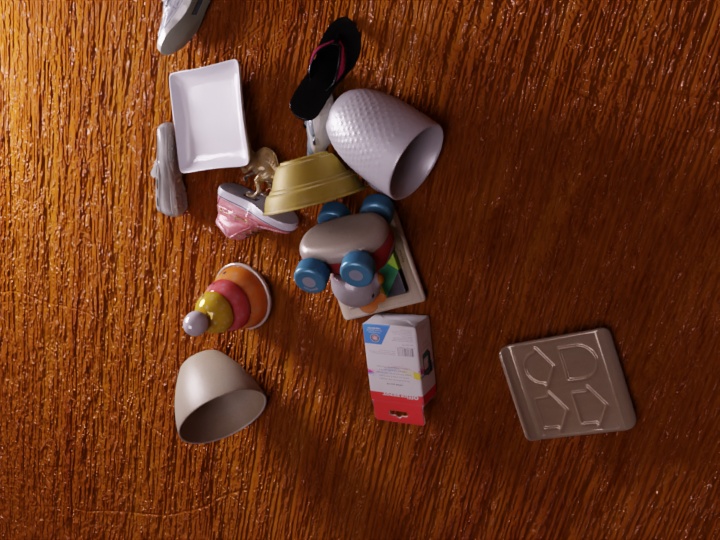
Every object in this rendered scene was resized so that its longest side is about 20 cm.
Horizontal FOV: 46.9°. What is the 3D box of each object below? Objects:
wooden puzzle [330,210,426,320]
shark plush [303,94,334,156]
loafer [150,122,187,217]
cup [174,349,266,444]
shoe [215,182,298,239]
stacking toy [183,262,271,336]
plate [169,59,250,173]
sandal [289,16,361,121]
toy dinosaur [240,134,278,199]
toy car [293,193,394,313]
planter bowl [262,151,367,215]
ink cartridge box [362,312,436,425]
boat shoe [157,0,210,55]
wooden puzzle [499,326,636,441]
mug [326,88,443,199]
[{"bbox_3d":[0.013,-0.006,1.586,0.198,0.037,0.187,-15,100,33],"label":"wooden puzzle"},{"bbox_3d":[-0.076,-0.268,1.550,0.083,0.090,0.202,40,142,40],"label":"shark plush"},{"bbox_3d":[-0.409,-0.210,1.737,0.069,0.070,0.202,8,112,18],"label":"loafer"},{"bbox_3d":[-0.322,0.260,1.800,0.201,0.199,0.144,-52,54,32],"label":"cup"},{"bbox_3d":[-0.210,-0.098,1.666,0.199,0.071,0.092,27,120,25],"label":"shoe"},{"bbox_3d":[-0.287,0.079,1.691,0.145,0.200,0.148,10,112,26],"label":"stacking toy"},{"bbox_3d":[-0.293,-0.301,1.641,0.198,0.032,0.203,-1,97,36],"label":"plate"},{"bbox_3d":[-0.058,-0.354,1.443,0.074,0.045,0.202,26,81,8],"label":"sandal"},{"bbox_3d":[-0.182,-0.187,1.623,0.199,0.058,0.102,38,121,13],"label":"toy dinosaur"},{"bbox_3d":[0.000,0.000,1.510,0.175,0.185,0.201,-8,132,26],"label":"toy car"},{"bbox_3d":[-0.092,-0.165,1.494,0.198,0.200,0.084,-9,100,32],"label":"planter bowl"},{"bbox_3d":[0.078,0.189,1.600,0.115,0.067,0.203,3,109,30],"label":"ink cartridge box"},{"bbox_3d":[-0.343,-0.512,1.600,0.072,0.070,0.201,50,121,18],"label":"boat shoe"},{"bbox_3d":[0.364,0.198,1.457,0.198,0.046,0.187,-15,100,28],"label":"wooden puzzle"},{"bbox_3d":[0.032,-0.215,1.452,0.175,0.147,0.201,37,152,23],"label":"mug"}]
